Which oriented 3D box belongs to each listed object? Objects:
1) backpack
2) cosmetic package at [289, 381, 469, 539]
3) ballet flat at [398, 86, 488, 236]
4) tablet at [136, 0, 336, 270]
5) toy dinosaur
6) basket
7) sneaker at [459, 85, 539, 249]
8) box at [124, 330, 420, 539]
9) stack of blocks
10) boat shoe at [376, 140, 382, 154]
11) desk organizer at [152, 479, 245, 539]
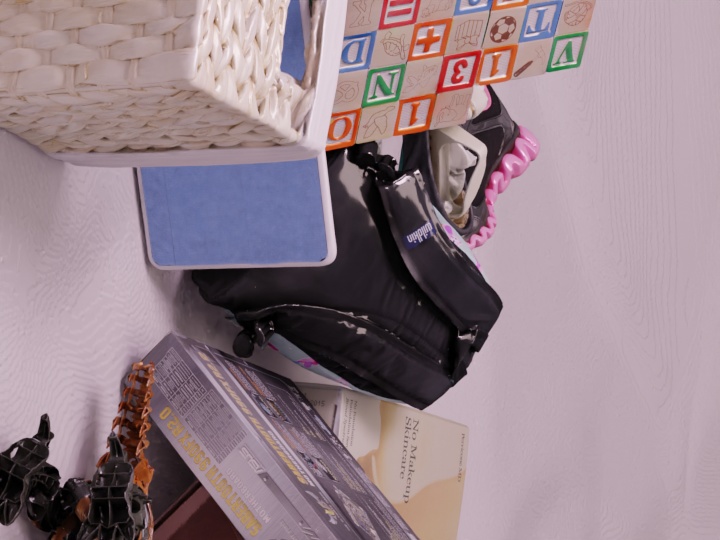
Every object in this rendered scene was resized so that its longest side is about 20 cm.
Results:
[{"bbox_3d":[0.000,0.000,1.598,0.167,0.127,0.200,-48,127,8],"label":"backpack"},{"bbox_3d":[0.000,0.144,1.698,0.200,0.071,0.106,19,76,-59],"label":"cosmetic package"},{"bbox_3d":[0.058,-0.106,1.687,0.073,0.073,0.201,-50,146,-48],"label":"ballet flat"},{"bbox_3d":[-0.084,-0.099,1.481,0.014,0.129,0.201,-38,125,-65],"label":"tablet"},{"bbox_3d":[-0.166,0.151,1.415,0.136,0.102,0.201,65,18,-63],"label":"toy dinosaur"},{"bbox_3d":[-0.123,-0.139,1.350,0.123,0.199,0.136,21,73,-52],"label":"basket"},{"bbox_3d":[0.069,-0.080,1.826,0.096,0.079,0.200,62,33,-24],"label":"sneaker"},{"bbox_3d":[-0.043,0.137,1.513,0.048,0.200,0.158,-47,151,10],"label":"box"},{"bbox_3d":[0.051,-0.154,1.512,0.199,0.059,0.116,-13,133,-29],"label":"stack of blocks"},{"bbox_3d":[-0.011,-0.128,1.666,0.086,0.074,0.203,-41,128,-52],"label":"boat shoe"},{"bbox_3d":[-0.048,0.211,1.552,0.072,0.077,0.200,-44,137,11],"label":"desk organizer"}]
